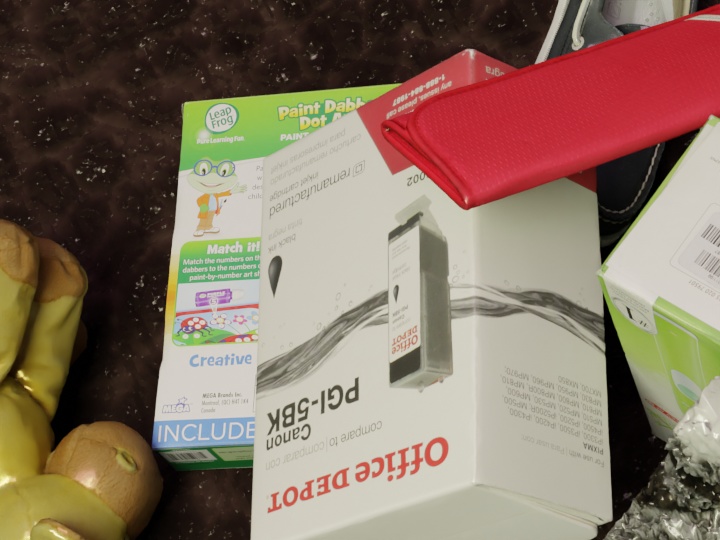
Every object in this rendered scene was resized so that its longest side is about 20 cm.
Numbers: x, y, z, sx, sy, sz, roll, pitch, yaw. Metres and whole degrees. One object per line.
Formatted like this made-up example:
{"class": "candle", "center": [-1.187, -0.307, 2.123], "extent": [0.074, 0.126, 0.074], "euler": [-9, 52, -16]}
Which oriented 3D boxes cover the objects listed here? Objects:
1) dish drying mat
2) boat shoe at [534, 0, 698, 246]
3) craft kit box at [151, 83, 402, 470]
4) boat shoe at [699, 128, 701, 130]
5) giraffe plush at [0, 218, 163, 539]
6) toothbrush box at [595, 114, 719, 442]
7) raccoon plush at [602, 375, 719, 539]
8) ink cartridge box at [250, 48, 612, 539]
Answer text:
{"class": "dish drying mat", "center": [0.113, -0.075, 0.771], "extent": [0.200, 0.018, 0.077], "euler": [-19, 36, -19]}
{"class": "boat shoe", "center": [0.131, -0.110, 0.935], "extent": [0.076, 0.060, 0.200], "euler": [18, 64, -25]}
{"class": "craft kit box", "center": [0.000, 0.000, 0.951], "extent": [0.200, 0.049, 0.198], "euler": [-3, 68, 14]}
{"class": "boat shoe", "center": [0.204, -0.079, 0.869], "extent": [0.068, 0.200, 0.072], "euler": [-3, 102, -4]}
{"class": "giraffe plush", "center": [-0.169, 0.098, 0.898], "extent": [0.162, 0.173, 0.200], "euler": [38, 89, 19]}
{"class": "toothbrush box", "center": [0.193, 0.042, 0.787], "extent": [0.146, 0.200, 0.086], "euler": [32, 79, 25]}
{"class": "raccoon plush", "center": [0.163, 0.136, 0.751], "extent": [0.134, 0.200, 0.097], "euler": [40, 80, 17]}
{"class": "ink cartridge box", "center": [0.028, 0.026, 0.827], "extent": [0.147, 0.083, 0.200], "euler": [-25, 55, 42]}
